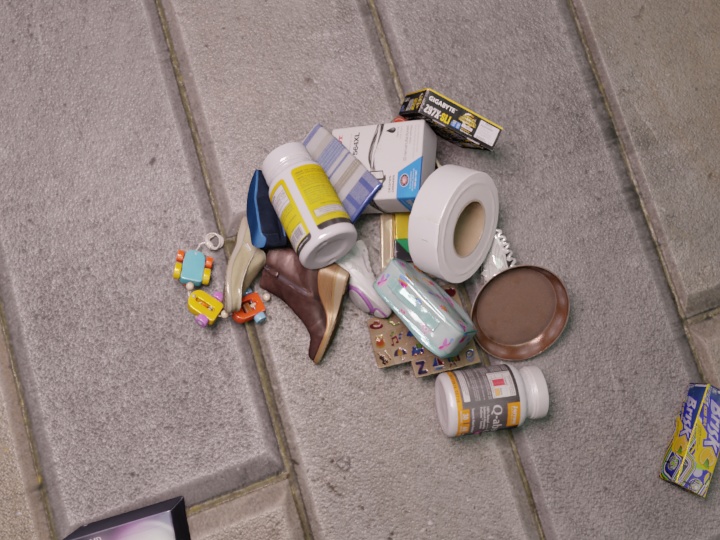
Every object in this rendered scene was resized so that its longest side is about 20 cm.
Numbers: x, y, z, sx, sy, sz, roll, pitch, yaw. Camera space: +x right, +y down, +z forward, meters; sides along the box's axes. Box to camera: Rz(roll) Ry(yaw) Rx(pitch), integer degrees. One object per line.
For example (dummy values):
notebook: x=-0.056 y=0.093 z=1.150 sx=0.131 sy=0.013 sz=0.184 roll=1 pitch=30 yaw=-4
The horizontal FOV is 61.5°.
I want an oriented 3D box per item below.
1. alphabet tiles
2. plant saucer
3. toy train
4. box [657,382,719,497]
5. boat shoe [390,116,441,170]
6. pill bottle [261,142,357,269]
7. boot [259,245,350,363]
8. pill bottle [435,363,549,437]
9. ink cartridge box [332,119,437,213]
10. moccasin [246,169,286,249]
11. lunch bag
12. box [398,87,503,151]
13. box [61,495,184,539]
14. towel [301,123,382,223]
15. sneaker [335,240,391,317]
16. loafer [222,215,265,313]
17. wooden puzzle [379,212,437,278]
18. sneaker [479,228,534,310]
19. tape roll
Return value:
alphabet tiles: x=0.115 y=0.120 z=1.169 sx=0.193 sy=0.008 sz=0.172 roll=-12 pitch=63 yaw=-6
plant saucer: x=0.305 y=0.078 z=1.171 sx=0.192 sy=0.035 sz=0.207 roll=-2 pitch=113 yaw=-4
toy train: x=-0.271 y=0.035 z=1.153 sx=0.148 sy=0.056 sz=0.202 roll=-27 pitch=75 yaw=-34
box: x=0.664 y=0.330 z=1.195 sx=0.068 sy=0.064 sz=0.205 roll=25 pitch=80 yaw=-2
boat shoe: x=0.113 y=-0.230 z=1.203 sx=0.069 sy=0.063 sz=0.204 roll=-22 pitch=70 yaw=-11
pill bottle: x=-0.095 y=-0.117 z=1.071 sx=0.112 sy=0.115 sz=0.204 roll=-25 pitch=70 yaw=-8
boot: x=-0.114 y=0.059 z=1.144 sx=0.161 sy=0.072 sz=0.206 roll=19 pitch=107 yaw=9
pill bottle: x=0.245 y=0.241 z=1.140 sx=0.192 sy=0.116 sz=0.121 roll=-6 pitch=82 yaw=-6
ink cartridge box: x=0.039 y=-0.193 z=1.151 sx=0.194 sy=0.084 sz=0.152 roll=0 pitch=79 yaw=26
moccasin: x=-0.176 y=-0.109 z=1.143 sx=0.066 sy=0.081 sz=0.204 roll=9 pitch=46 yaw=-23
lunch bag: x=0.112 y=0.067 z=1.101 sx=0.200 sy=0.159 sz=0.078 roll=45 pitch=106 yaw=19
box: x=0.164 y=-0.285 z=1.151 sx=0.155 sy=0.200 sz=0.051 roll=23 pitch=100 yaw=-11
box: x=-0.389 y=0.525 z=1.035 sx=0.193 sy=0.123 sz=0.205 roll=-14 pitch=82 yaw=-8
towel: x=-0.063 y=-0.165 z=1.138 sx=0.200 sy=0.024 sz=0.148 roll=45 pitch=103 yaw=25
sneaker: x=0.000 y=0.000 z=1.167 sx=0.099 sy=0.075 sz=0.201 roll=-42 pitch=88 yaw=-23
loafer: x=-0.211 y=-0.012 z=1.126 sx=0.066 sy=0.076 sz=0.206 roll=12 pitch=57 yaw=-10
wooden puzzle: x=0.128 y=-0.087 z=1.214 sx=0.178 sy=0.037 sz=0.208 roll=-1 pitch=82 yaw=-5
sneaker: x=0.267 y=-0.016 z=1.204 sx=0.079 sy=0.075 sz=0.204 roll=-28 pitch=85 yaw=0
tape roll: x=0.172 y=-0.085 z=1.108 sx=0.070 sy=0.202 sz=0.206 roll=22 pitch=76 yaw=39
